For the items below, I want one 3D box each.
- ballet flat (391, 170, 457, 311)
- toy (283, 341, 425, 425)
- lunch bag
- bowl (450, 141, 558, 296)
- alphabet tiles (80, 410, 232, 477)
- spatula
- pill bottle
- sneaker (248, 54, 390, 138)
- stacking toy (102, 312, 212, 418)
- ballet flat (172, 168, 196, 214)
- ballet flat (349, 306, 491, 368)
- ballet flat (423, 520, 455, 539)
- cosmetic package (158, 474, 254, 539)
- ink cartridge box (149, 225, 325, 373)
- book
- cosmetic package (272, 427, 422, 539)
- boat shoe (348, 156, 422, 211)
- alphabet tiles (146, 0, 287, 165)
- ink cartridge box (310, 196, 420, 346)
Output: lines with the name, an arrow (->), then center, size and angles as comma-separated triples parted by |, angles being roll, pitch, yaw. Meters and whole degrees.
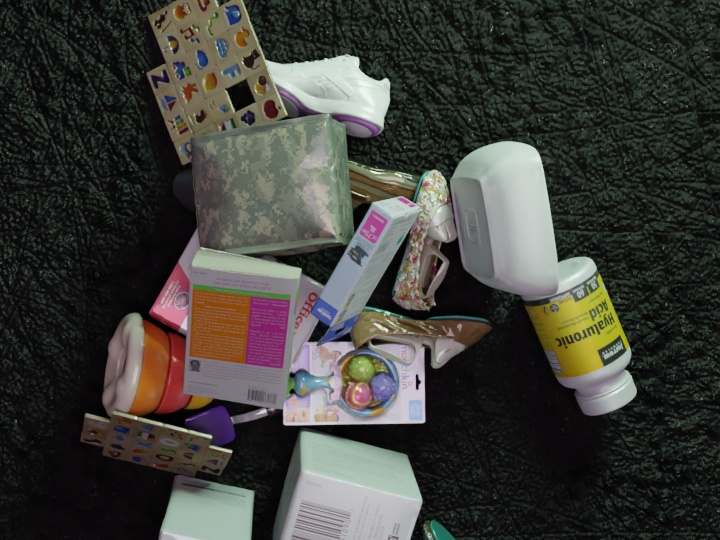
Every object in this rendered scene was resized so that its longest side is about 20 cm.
ballet flat -> 0.097, -0.035, 1.492 | 0.064, 0.076, 0.201 | 26, 116, 30
toy -> -0.008, 0.157, 1.528 | 0.199, 0.047, 0.116 | 0, 87, -2
lunch bag -> -0.116, -0.100, 1.397 | 0.199, 0.118, 0.165 | -6, 88, 11
bowl -> 0.177, -0.063, 1.435 | 0.074, 0.200, 0.201 | -11, 99, -12
alphabet tiles -> -0.277, 0.236, 1.490 | 0.199, 0.167, 0.006 | 16, 59, -9
spatula -> -0.146, 0.202, 1.551 | 0.199, 0.021, 0.057 | -19, 98, -1
pill bottle -> 0.304, 0.092, 1.516 | 0.111, 0.111, 0.201 | -25, 100, 1
sneaker -> -0.055, -0.248, 1.473 | 0.199, 0.075, 0.100 | 20, 72, -3
stacking toy -> -0.241, 0.144, 1.503 | 0.199, 0.146, 0.147 | 12, 98, -24
ballet flat -> -0.161, -0.080, 1.483 | 0.199, 0.073, 0.073 | 26, 96, -7
ballet flat -> 0.080, 0.096, 1.517 | 0.199, 0.068, 0.073 | 6, 66, -5
ballet flat -> 0.142, 0.448, 1.586 | 0.074, 0.074, 0.200 | -42, 95, 4
cosmetic package -> -0.222, 0.413, 1.488 | 0.122, 0.200, 0.200 | 13, 99, -5
ink cartridge box -> -0.161, 0.044, 1.478 | 0.200, 0.084, 0.145 | 30, 80, -7
book -> -0.149, 0.079, 1.383 | 0.133, 0.048, 0.201 | 10, 120, 0
cosmetic package -> -0.024, 0.332, 1.488 | 0.164, 0.200, 0.165 | 15, 98, -5
boat shoe -> -0.012, -0.114, 1.484 | 0.199, 0.076, 0.074 | 13, 101, -5
alphabet tiles -> -0.203, -0.263, 1.450 | 0.167, 0.008, 0.201 | -22, 89, 21
ink cartridge box -> 0.000, 0.000, 1.428 | 0.042, 0.119, 0.200 | 32, 107, 13
